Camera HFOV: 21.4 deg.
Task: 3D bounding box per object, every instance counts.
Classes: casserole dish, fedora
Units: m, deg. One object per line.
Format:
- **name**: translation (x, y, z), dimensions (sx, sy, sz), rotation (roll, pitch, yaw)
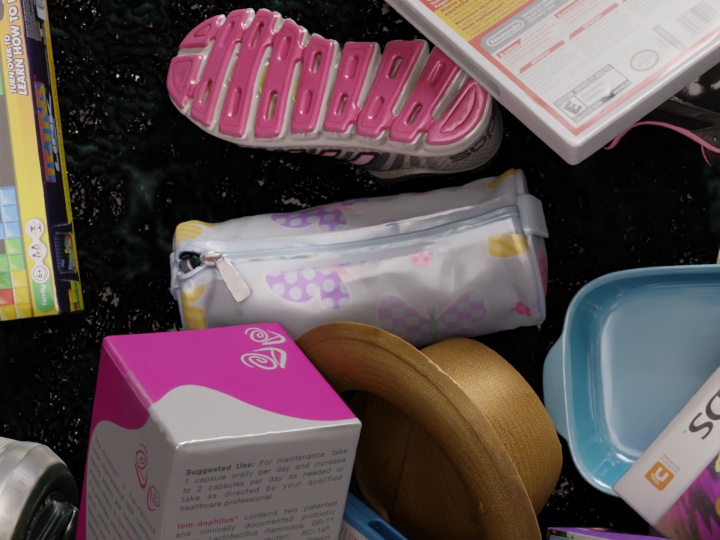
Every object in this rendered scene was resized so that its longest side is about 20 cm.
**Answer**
- **casserole dish**: translation (0.194, 0.056, 0.978), dimensions (0.199, 0.039, 0.122), rotation (-3, 92, 18)
- **fedora**: translation (0.043, 0.097, 0.969), dimensions (0.082, 0.201, 0.201), rotation (-33, 86, -30)

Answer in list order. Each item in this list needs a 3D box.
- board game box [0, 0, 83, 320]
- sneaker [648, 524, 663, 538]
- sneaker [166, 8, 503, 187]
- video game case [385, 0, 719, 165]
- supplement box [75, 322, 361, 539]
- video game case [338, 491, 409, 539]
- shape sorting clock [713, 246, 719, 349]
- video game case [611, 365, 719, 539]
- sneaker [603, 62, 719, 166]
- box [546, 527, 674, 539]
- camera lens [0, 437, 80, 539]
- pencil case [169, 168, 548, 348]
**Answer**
- **board game box**: translation (-0.247, -0.065, 1.040), dimensions (0.164, 0.057, 0.201), rotation (-8, 90, 6)
- **sneaker**: translation (0.248, 0.145, 0.974), dimensions (0.199, 0.080, 0.077), rotation (6, 93, 8)
- **sneaker**: translation (-0.010, -0.085, 1.005), dimensions (0.199, 0.087, 0.074), rotation (9, 76, 28)
- **video game case**: translation (0.091, -0.152, 0.951), dimensions (0.143, 0.017, 0.200), rotation (-35, 61, -19)
- **supplement box**: translation (-0.080, 0.138, 0.948), dimensions (0.103, 0.101, 0.201), rotation (-5, 121, -28)
- **video game case**: translation (0.022, 0.209, 0.959), dimensions (0.200, 0.018, 0.144), rotation (35, 123, 33)
- **shape sorting clock**: translation (0.284, 0.015, 0.986), dimensions (0.199, 0.039, 0.201), rotation (1, 93, 18)
- **video game case**: translation (0.253, 0.105, 0.916), dimensions (0.200, 0.036, 0.181), rotation (43, 101, 13)
- **sneaker**: translation (0.202, -0.103, 0.988), dimensions (0.199, 0.079, 0.096), rotation (-2, 111, 8)
- **box**: translation (0.150, 0.196, 0.879), dimensions (0.039, 0.200, 0.138), rotation (4, 87, -25)
- **camera lens**: translation (-0.254, 0.155, 0.992), dimensions (0.199, 0.160, 0.161), rotation (10, 92, 6)
- **pencil case**: translation (0.000, 0.000, 0.995), dimensions (0.199, 0.091, 0.083), rotation (-8, 50, 5)
